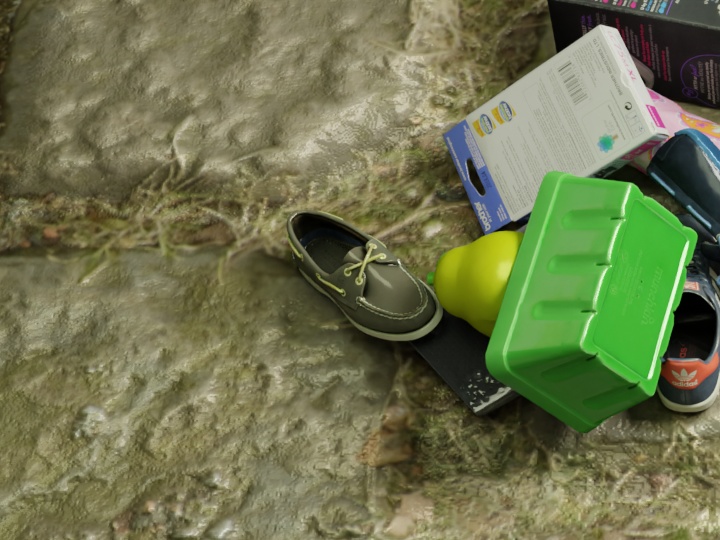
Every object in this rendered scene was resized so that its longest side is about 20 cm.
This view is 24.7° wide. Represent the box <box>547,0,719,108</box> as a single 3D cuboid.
[{"bbox_3d":[0.298,-0.247,1.606,0.200,0.122,0.106,15,62,22],"label":"box"}]

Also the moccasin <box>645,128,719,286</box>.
[{"bbox_3d":[0.330,-0.033,1.452,0.068,0.080,0.200,-41,69,21],"label":"moccasin"}]

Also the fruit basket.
[{"bbox_3d":[0.165,0.023,1.424,0.216,0.155,0.216,-38,34,31],"label":"fruit basket"}]

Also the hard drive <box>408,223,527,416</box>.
[{"bbox_3d":[0.149,0.039,1.505,0.200,0.042,0.135,-37,55,-10],"label":"hard drive"}]

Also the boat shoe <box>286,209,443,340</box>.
[{"bbox_3d":[-0.002,0.002,1.533,0.072,0.060,0.202,-42,42,-15],"label":"boat shoe"}]

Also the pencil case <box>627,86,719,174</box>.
[{"bbox_3d":[0.270,-0.129,1.562,0.200,0.087,0.087,31,69,30],"label":"pencil case"}]

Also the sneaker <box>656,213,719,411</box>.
[{"bbox_3d":[0.289,0.021,1.454,0.075,0.085,0.200,-6,56,11],"label":"sneaker"}]

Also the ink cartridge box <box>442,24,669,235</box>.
[{"bbox_3d":[0.180,-0.128,1.552,0.200,0.042,0.119,-32,71,29],"label":"ink cartridge box"}]
